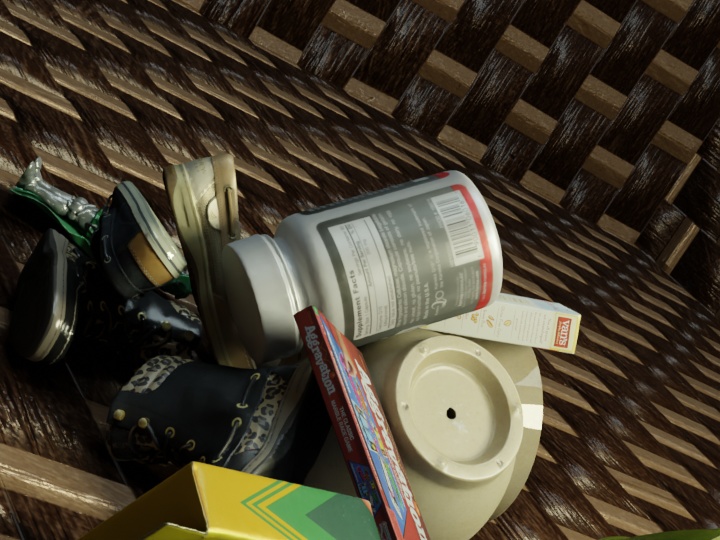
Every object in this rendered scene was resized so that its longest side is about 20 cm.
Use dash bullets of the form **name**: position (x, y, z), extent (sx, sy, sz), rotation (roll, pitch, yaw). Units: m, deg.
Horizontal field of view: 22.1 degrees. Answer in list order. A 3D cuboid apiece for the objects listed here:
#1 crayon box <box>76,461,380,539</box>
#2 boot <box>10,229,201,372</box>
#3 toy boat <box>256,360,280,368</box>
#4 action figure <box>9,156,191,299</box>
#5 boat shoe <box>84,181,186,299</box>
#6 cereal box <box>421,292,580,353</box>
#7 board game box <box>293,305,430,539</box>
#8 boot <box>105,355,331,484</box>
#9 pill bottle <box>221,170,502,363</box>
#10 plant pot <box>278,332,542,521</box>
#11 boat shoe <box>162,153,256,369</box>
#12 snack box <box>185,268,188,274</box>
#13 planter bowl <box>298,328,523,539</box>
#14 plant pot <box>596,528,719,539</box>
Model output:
- **crayon box**: position (-0.095, 0.178, 1.160), extent (0.200, 0.127, 0.051), rotation (20, 44, -48)
- **boot**: position (-0.206, 0.046, 1.510), extent (0.150, 0.073, 0.200), rotation (31, 9, -18)
- **toy boat**: position (-0.078, 0.051, 1.787), extent (0.200, 0.131, 0.130), rotation (22, -13, -41)
- **action figure**: position (-0.246, -0.036, 1.803), extent (0.200, 0.055, 0.118), rotation (36, 9, -7)
- **boat shoe**: position (-0.184, -0.022, 1.471), extent (0.075, 0.062, 0.200), rotation (55, -3, -17)
- **cereal box**: position (0.081, 0.033, 1.579), extent (0.199, 0.040, 0.144), rotation (10, 3, -1)
- **board game box**: position (0.007, 0.129, 1.331), extent (0.103, 0.019, 0.201), rotation (50, 17, -60)
- **boot**: position (-0.119, 0.138, 1.352), extent (0.150, 0.200, 0.073), rotation (7, -41, 27)
- **pill bottle**: position (0.000, 0.000, 1.442), extent (0.199, 0.114, 0.114), rotation (-16, 33, -17)
- **plant pot**: position (0.028, 0.122, 1.648), extent (0.199, 0.188, 0.187), rotation (11, 22, -28)
- **boat shoe**: position (-0.105, 0.004, 1.488), extent (0.071, 0.064, 0.201), rotation (-119, -166, -63)
- **snack box**: position (-0.092, 0.051, 1.911), extent (0.200, 0.024, 0.072), rotation (33, 11, -1)
- **planter bowl**: position (0.047, 0.128, 1.472), extent (0.200, 0.135, 0.201), rotation (14, 61, -27)
- **plant pot**: position (0.226, 0.267, 1.313), extent (0.200, 0.201, 0.193), rotation (28, -9, -20)
